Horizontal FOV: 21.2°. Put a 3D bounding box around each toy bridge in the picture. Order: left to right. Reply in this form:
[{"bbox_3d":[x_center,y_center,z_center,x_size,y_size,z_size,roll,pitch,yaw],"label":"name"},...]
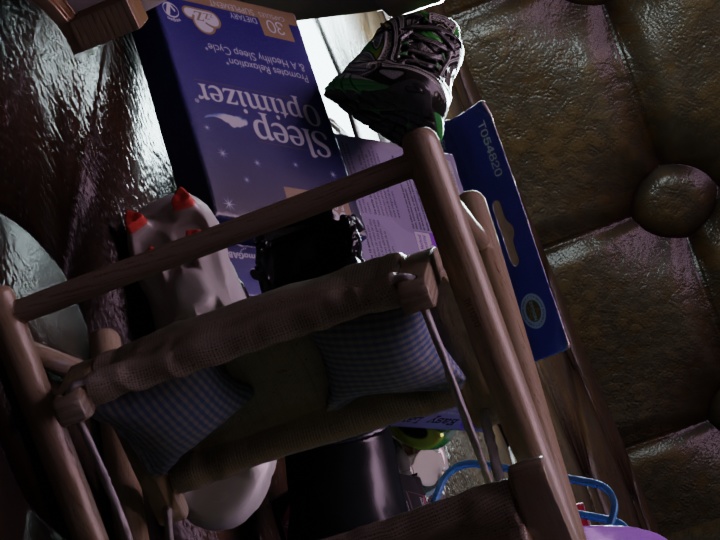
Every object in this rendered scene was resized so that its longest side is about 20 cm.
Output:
[{"bbox_3d":[-0.169,-0.190,0.876,0.027,0.067,0.200,-85,152,-67],"label":"toy bridge"}]

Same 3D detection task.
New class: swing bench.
[{"bbox_3d":[-0.021,0.079,0.787,0.130,0.198,0.201,36,35,-72],"label":"swing bench"}]

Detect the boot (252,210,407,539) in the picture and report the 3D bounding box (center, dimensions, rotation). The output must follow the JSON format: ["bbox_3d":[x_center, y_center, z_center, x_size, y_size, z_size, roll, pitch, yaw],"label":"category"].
[{"bbox_3d":[-0.012,0.075,1.003,0.199,0.073,0.163,-99,-178,-50],"label":"boot"}]

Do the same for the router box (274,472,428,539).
[{"bbox_3d":[0.022,0.219,1.143,0.150,0.062,0.201,32,39,-73],"label":"router box"}]

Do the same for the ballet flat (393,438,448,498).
[{"bbox_3d":[0.032,0.142,1.337,0.200,0.064,0.068,8,63,-79],"label":"ballet flat"}]

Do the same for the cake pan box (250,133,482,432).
[{"bbox_3d":[0.000,0.000,1.210,0.184,0.052,0.200,7,57,-40],"label":"cake pan box"}]

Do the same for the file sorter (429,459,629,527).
[{"bbox_3d":[0.125,0.236,1.311,0.123,0.138,0.200,-65,147,-30],"label":"file sorter"}]

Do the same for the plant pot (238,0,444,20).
[{"bbox_3d":[-0.056,-0.243,1.281,0.200,0.173,0.201,-20,90,-81],"label":"plant pot"}]

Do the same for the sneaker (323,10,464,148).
[{"bbox_3d":[0.026,-0.129,1.224,0.078,0.085,0.200,31,9,-10],"label":"sneaker"}]

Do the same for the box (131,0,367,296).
[{"bbox_3d":[-0.064,-0.076,1.145,0.121,0.032,0.200,7,57,-43],"label":"box"}]

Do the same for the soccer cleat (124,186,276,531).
[{"bbox_3d":[-0.073,0.047,0.957,0.078,0.069,0.200,63,10,-52],"label":"soccer cleat"}]

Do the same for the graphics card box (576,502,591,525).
[{"bbox_3d":[0.139,0.287,1.459,0.051,0.125,0.201,66,9,-65],"label":"graphics card box"}]

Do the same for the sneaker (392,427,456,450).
[{"bbox_3d":[0.035,0.063,1.330,0.084,0.074,0.200,40,9,-29],"label":"sneaker"}]

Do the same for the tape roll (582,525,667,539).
[{"bbox_3d":[0.063,0.190,0.919,0.200,0.200,0.066,51,22,-62],"label":"tape roll"}]

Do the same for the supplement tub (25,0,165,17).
[{"bbox_3d":[-0.123,-0.214,0.988,0.200,0.132,0.132,-88,156,-68],"label":"supplement tub"}]

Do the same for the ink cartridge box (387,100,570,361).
[{"bbox_3d":[0.056,-0.004,1.463,0.041,0.200,0.200,-13,80,-35],"label":"ink cartridge box"}]

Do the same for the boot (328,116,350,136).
[{"bbox_3d":[-0.004,-0.043,1.396,0.200,0.074,0.096,47,10,23],"label":"boot"}]
